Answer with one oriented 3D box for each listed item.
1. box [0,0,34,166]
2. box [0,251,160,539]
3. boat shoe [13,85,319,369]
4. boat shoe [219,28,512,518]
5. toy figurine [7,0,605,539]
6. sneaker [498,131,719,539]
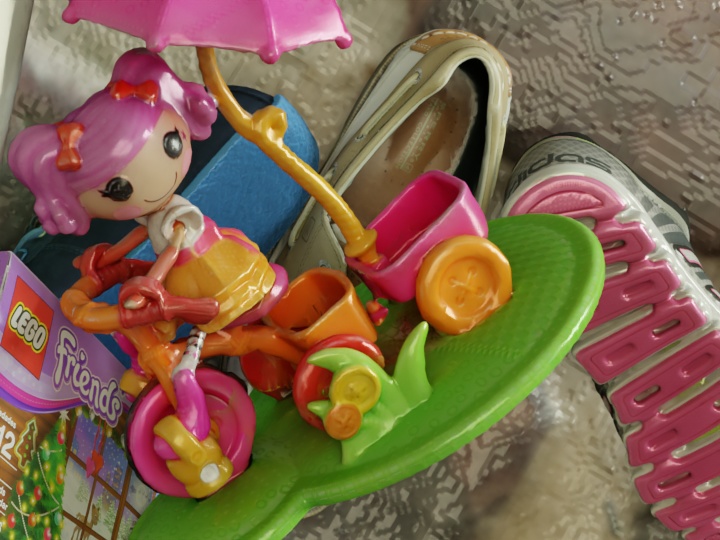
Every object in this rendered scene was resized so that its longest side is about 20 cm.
[{"bbox_3d":[-0.215,-0.107,1.004,0.200,0.199,0.172,11,88,-11],"label":"box"},{"bbox_3d":[-0.105,0.100,0.999,0.039,0.200,0.137,-1,61,24],"label":"box"},{"bbox_3d":[-0.098,0.011,1.091,0.200,0.069,0.084,-41,130,-19],"label":"boat shoe"},{"bbox_3d":[0.000,0.000,1.104,0.075,0.068,0.200,21,87,-9],"label":"boat shoe"},{"bbox_3d":[-0.047,-0.022,0.964,0.200,0.150,0.184,-38,112,-9],"label":"toy figurine"},{"bbox_3d":[0.115,0.022,1.122,0.074,0.087,0.200,-30,117,15],"label":"sneaker"}]
